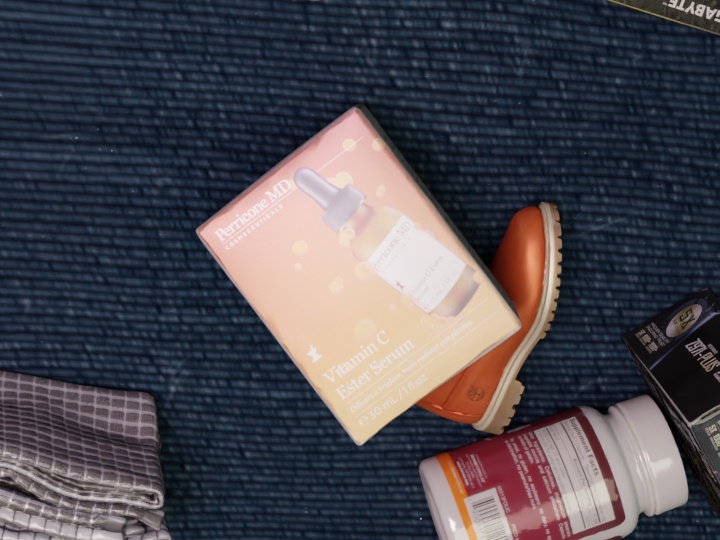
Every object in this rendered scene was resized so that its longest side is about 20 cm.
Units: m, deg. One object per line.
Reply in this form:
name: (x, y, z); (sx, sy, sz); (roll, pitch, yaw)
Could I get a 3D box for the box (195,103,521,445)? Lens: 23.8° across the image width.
box: (0.000, 0.000, 1.269); (0.152, 0.106, 0.200); (-38, 94, 6)

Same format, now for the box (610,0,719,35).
box: (0.227, -0.272, 1.265); (0.199, 0.049, 0.160); (15, 107, -16)

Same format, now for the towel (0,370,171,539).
towel: (-0.241, 0.141, 1.283); (0.199, 0.166, 0.086); (12, 104, -15)

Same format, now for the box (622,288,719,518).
box: (0.312, 0.140, 1.389); (0.086, 0.164, 0.200); (-30, 114, 3)

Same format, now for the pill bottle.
pill bottle: (0.158, 0.178, 1.401); (0.199, 0.114, 0.114); (-18, 114, -4)

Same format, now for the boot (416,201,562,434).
boot: (0.092, 0.031, 1.353); (0.107, 0.075, 0.201); (15, 110, -11)
